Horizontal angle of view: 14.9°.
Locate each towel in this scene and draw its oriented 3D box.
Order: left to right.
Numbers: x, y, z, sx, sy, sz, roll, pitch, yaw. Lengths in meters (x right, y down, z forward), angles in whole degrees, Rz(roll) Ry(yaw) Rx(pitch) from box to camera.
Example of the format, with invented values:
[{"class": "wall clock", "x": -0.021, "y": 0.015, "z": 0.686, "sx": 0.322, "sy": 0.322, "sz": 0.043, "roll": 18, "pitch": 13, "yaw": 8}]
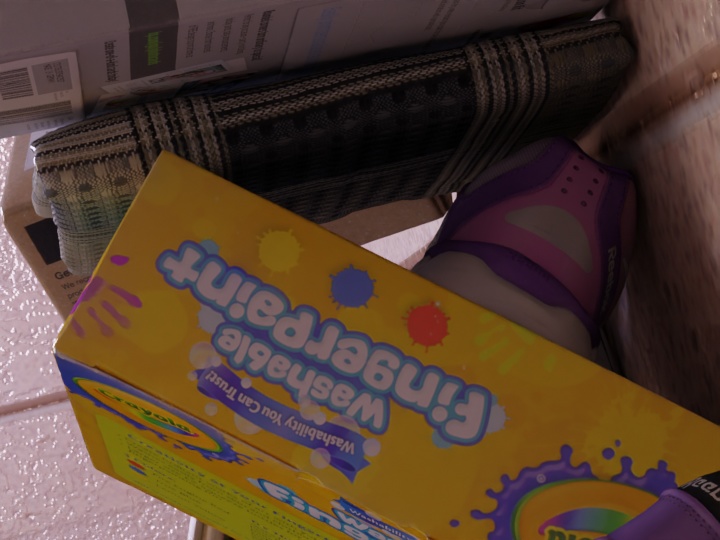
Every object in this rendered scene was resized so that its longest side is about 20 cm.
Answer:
[{"class": "towel", "x": -0.016, "y": -0.043, "z": 0.920, "sx": 0.200, "sy": 0.191, "sz": 0.035, "roll": 120, "pitch": 136, "yaw": -81}]

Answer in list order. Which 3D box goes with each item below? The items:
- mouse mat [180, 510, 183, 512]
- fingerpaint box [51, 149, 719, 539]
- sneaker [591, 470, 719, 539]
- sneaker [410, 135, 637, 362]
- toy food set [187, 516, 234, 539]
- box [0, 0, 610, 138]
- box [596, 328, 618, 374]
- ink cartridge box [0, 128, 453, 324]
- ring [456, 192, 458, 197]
[{"class": "mouse mat", "x": -0.006, "y": 0.076, "z": 1.233, "sx": 0.161, "sy": 0.199, "sz": 0.008, "roll": -110, "pitch": 40, "yaw": -55}, {"class": "fingerpaint box", "x": 0.014, "y": 0.058, "z": 0.851, "sx": 0.074, "sy": 0.199, "sz": 0.167, "roll": -62, "pitch": -7, "yaw": -14}, {"class": "sneaker", "x": 0.108, "y": 0.130, "z": 0.706, "sx": 0.076, "sy": 0.087, "sz": 0.200, "roll": 42, "pitch": 168, "yaw": 45}, {"class": "sneaker", "x": 0.050, "y": 0.009, "z": 0.937, "sx": 0.089, "sy": 0.080, "sz": 0.200, "roll": -63, "pitch": 2, "yaw": -16}, {"class": "toy food set", "x": -0.009, "y": 0.123, "z": 1.346, "sx": 0.060, "sy": 0.143, "sz": 0.201, "roll": 2, "pitch": 81, "yaw": 49}, {"class": "box", "x": -0.020, "y": -0.083, "z": 0.797, "sx": 0.156, "sy": 0.199, "sz": 0.041, "roll": 137, "pitch": 122, "yaw": -84}, {"class": "box", "x": 0.094, "y": 0.121, "z": 1.020, "sx": 0.145, "sy": 0.036, "sz": 0.201, "roll": 84, "pitch": 173, "yaw": -55}, {"class": "ink cartridge box", "x": -0.052, "y": -0.078, "z": 1.129, "sx": 0.201, "sy": 0.164, "sz": 0.075, "roll": -90, "pitch": -24, "yaw": -54}, {"class": "ring", "x": 0.000, "y": 0.000, "z": 1.146, "sx": 0.200, "sy": 0.019, "sz": 0.201, "roll": -47, "pitch": 29, "yaw": 38}]
